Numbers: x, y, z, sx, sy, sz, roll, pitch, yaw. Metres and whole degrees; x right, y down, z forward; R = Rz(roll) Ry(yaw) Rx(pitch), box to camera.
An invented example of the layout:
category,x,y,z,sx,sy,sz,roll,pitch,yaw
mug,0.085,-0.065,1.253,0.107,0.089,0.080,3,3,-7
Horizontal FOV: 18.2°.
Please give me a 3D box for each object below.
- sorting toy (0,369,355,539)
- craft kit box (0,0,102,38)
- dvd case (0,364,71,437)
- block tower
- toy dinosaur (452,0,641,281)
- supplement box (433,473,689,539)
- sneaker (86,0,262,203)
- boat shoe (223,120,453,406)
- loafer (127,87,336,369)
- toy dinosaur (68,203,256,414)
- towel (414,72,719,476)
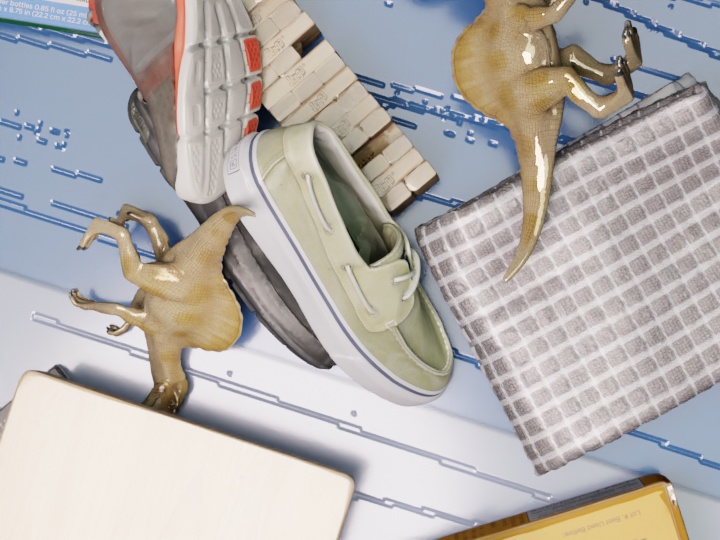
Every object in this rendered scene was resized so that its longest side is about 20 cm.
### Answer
category,x,y,z,sx,sy,sz,roll,pitch,yaw
sorting toy,-0.124,0.181,1.284,0.197,0.070,0.201,18,90,3
craft kit box,-0.207,-0.246,1.324,0.198,0.049,0.199,10,92,4
dvd case,-0.212,0.176,1.330,0.200,0.016,0.149,-39,87,2
block tower,-0.037,-0.115,1.306,0.054,0.058,0.200,-40,86,1
toy dinosaur,0.100,-0.104,1.220,0.100,0.058,0.201,-12,97,22
supplement box,0.091,0.177,1.289,0.199,0.069,0.067,-17,89,5
sneaker,-0.111,-0.136,1.260,0.081,0.077,0.202,-6,89,31
boat shoe,0.000,0.000,1.256,0.062,0.072,0.200,-17,126,35
loafer,-0.059,-0.036,1.299,0.070,0.068,0.201,-33,85,8
toy dinosaur,-0.107,0.002,1.282,0.101,0.058,0.201,33,133,9
towel,0.150,0.001,1.278,0.199,0.086,0.166,-29,88,2
